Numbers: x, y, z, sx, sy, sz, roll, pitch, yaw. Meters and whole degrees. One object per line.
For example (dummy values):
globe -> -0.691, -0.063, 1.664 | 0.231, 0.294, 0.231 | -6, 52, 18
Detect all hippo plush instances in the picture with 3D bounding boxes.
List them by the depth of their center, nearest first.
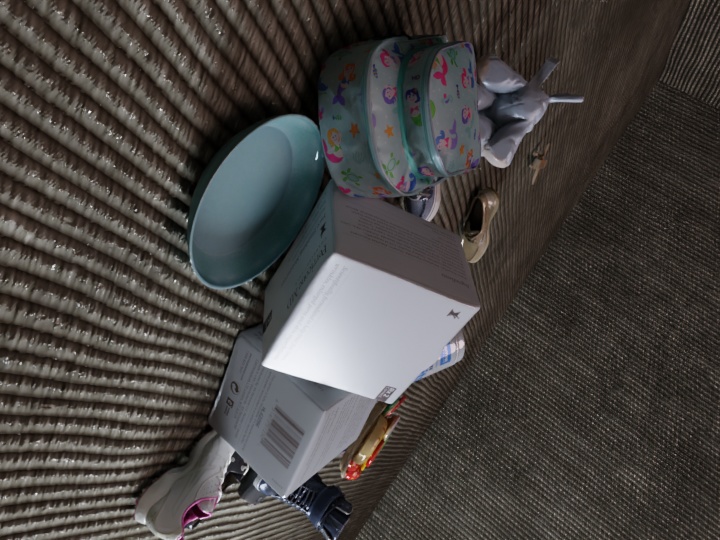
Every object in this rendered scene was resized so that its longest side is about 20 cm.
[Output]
hippo plush -> 0.227, -0.276, 1.025 | 0.199, 0.160, 0.161 | -41, -170, 1

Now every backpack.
backpack -> 0.045, -0.172, 0.682 | 0.198, 0.148, 0.183 | -24, 112, -46

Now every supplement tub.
supplement tub -> 0.102, 0.161, 1.254 | 0.196, 0.133, 0.134 | -19, 144, -22

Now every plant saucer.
plant saucer -> -0.113, -0.076, 0.637 | 0.200, 0.036, 0.202 | -47, 158, -25

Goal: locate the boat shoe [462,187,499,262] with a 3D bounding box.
boat shoe -> 0.269, -0.099, 1.431 | 0.064, 0.072, 0.204 | -27, 143, -37

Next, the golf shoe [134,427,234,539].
golf shoe -> -0.220, 0.297, 0.864 | 0.200, 0.090, 0.076 | -42, 154, -37

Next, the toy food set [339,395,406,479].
toy food set -> 0.026, 0.330, 1.214 | 0.198, 0.048, 0.203 | -43, 159, -47

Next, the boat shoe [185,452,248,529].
boat shoe -> -0.211, 0.313, 0.948 | 0.199, 0.060, 0.075 | -38, 152, -42

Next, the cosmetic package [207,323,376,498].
cosmetic package -> -0.083, 0.178, 0.891 | 0.198, 0.165, 0.170 | -18, 139, -57

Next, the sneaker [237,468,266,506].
sneaker -> -0.161, 0.388, 1.172 | 0.107, 0.074, 0.200 | -52, 150, 0

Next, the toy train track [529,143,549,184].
toy train track -> 0.499, -0.305, 1.706 | 0.199, 0.032, 0.117 | -23, 134, -66

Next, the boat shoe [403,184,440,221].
boat shoe -> 0.076, -0.141, 0.938 | 0.092, 0.074, 0.204 | -34, 143, -32

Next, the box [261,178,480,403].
box -> 0.004, 0.034, 0.743 | 0.200, 0.196, 0.133 | -53, -152, 34

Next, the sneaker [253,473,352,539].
sneaker -> -0.092, 0.402, 1.068 | 0.078, 0.145, 0.202 | -52, 147, -1
